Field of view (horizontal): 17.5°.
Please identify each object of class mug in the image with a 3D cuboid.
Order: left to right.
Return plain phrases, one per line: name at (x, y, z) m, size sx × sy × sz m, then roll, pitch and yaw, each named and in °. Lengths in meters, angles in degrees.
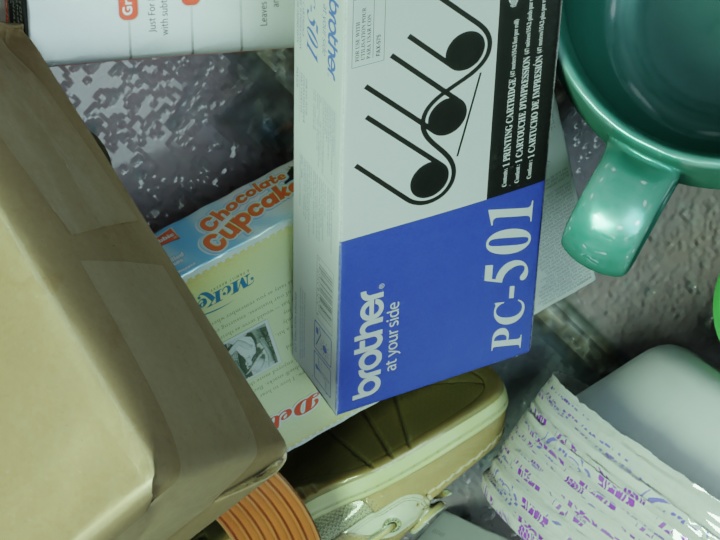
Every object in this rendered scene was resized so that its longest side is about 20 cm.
mug at (0.136, -0.101, 0.944) m, size 0.185 × 0.114 × 0.152 m, roll -30°, pitch 83°, yaw 3°

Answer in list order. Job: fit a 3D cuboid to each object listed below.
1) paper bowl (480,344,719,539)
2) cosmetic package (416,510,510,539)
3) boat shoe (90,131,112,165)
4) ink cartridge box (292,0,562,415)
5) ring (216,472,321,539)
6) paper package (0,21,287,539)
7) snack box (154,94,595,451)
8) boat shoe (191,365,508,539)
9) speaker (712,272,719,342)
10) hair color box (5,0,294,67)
paper bowl at (0.159, 0.108, 1.007) m, size 0.200 × 0.201 × 0.105 m, roll 31°, pitch 95°, yaw -22°
cosmetic package at (0.079, 0.217, 1.074) m, size 0.101 × 0.071 × 0.200 m, roll -47°, pitch 114°, yaw -13°
boat shoe at (-0.132, 0.035, 0.974) m, size 0.067 × 0.072 × 0.201 m, roll 2°, pitch 116°, yaw 16°
ink cartridge box at (0.024, -0.042, 0.908) m, size 0.094 × 0.044 × 0.201 m, roll -17°, pitch 133°, yaw -22°
ring at (-0.112, 0.136, 0.972) m, size 0.199 × 0.019 × 0.201 m, roll -1°, pitch 123°, yaw -2°
paper package at (-0.160, 0.042, 0.866) m, size 0.190 × 0.103 × 0.200 m, roll -39°, pitch 76°, yaw 20°
snack box at (0.000, 0.000, 0.989) m, size 0.199 × 0.037 × 0.116 m, roll -28°, pitch 131°, yaw -14°
boat shoe at (-0.019, 0.109, 1.024) m, size 0.200 × 0.073 × 0.063 m, roll -33°, pitch 119°, yaw -3°
speaker at (0.229, 0.038, 1.029) m, size 0.089 × 0.088 × 0.200 m, roll -57°, pitch 143°, yaw 4°
hair color box at (-0.044, -0.142, 0.948) m, size 0.199 × 0.061 × 0.102 m, roll -6°, pitch 106°, yaw -17°
